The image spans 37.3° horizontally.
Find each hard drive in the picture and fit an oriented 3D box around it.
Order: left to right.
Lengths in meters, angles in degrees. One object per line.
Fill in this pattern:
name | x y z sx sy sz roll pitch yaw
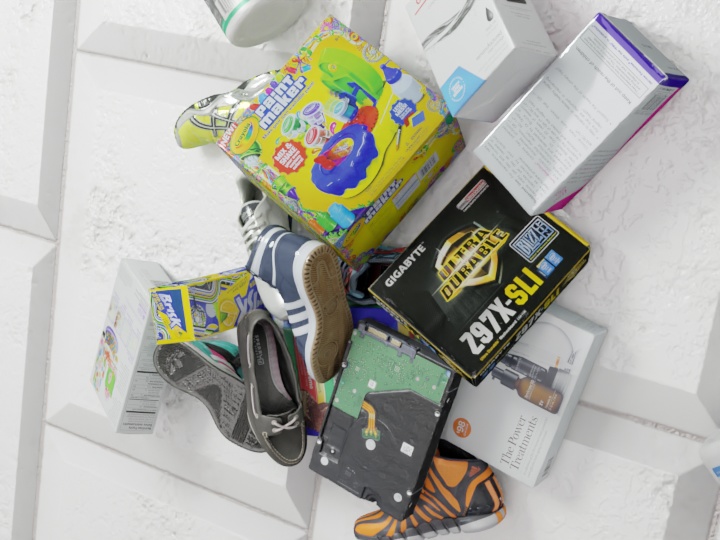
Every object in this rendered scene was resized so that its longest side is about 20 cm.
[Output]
hard drive | 0.029 0.173 1.250 0.139 0.038 0.201 24 108 24

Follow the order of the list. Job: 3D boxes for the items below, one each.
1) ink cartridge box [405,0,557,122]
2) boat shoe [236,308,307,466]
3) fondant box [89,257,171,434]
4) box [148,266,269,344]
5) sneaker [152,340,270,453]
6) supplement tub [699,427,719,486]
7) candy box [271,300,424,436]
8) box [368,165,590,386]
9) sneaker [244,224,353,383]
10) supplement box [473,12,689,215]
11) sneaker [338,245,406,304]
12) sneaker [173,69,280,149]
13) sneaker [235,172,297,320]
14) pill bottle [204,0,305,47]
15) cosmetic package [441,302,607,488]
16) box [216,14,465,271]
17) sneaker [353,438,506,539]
ink cartridge box | 0.120 -0.276 1.158 0.116 0.066 0.201 -46 54 43
boat shoe | -0.107 0.146 1.298 0.057 0.067 0.201 176 79 -72
fondant box | -0.309 0.103 1.473 0.144 0.058 0.201 43 119 52
box | -0.174 0.039 1.340 0.064 0.200 0.071 -5 95 29
sneaker | -0.170 0.158 1.402 0.200 0.121 0.084 40 102 13
supplement tub | 0.445 0.226 1.057 0.132 0.132 0.200 -41 78 27
candy box | -0.007 0.123 1.329 0.199 0.077 0.170 0 97 29
box | 0.133 0.004 1.191 0.160 0.049 0.200 41 81 19
sneaker | -0.072 0.035 1.250 0.108 0.070 0.201 27 138 35
supplement box | 0.234 -0.163 1.138 0.103 0.101 0.200 48 116 15
sneaker | 0.000 0.000 1.296 0.199 0.095 0.080 2 98 29
sneaker | -0.159 -0.190 1.373 0.199 0.075 0.077 -20 87 32
sneaker | -0.117 -0.030 1.327 0.076 0.080 0.201 -27 57 20
pill bottle | -0.162 -0.388 1.323 0.113 0.113 0.201 -36 79 28
cosmetic package | 0.178 0.128 1.242 0.150 0.052 0.201 27 109 27
box | -0.020 -0.145 1.231 0.192 0.122 0.200 40 87 19
sneaker | 0.073 0.266 1.301 0.199 0.078 0.113 -17 98 19
